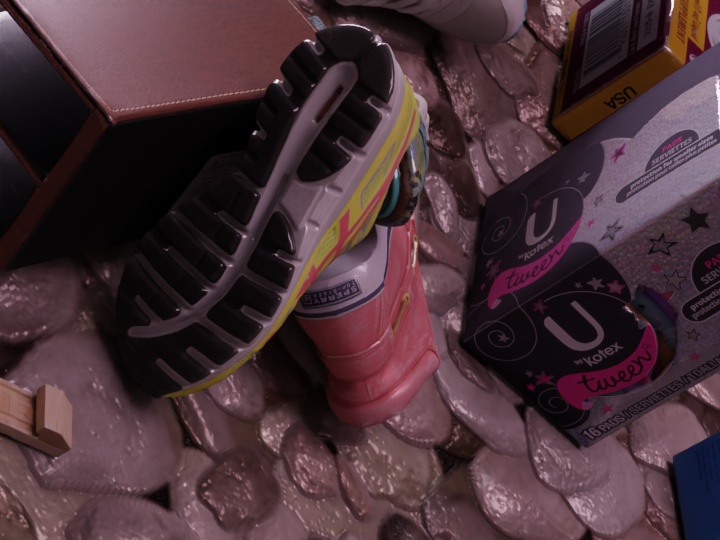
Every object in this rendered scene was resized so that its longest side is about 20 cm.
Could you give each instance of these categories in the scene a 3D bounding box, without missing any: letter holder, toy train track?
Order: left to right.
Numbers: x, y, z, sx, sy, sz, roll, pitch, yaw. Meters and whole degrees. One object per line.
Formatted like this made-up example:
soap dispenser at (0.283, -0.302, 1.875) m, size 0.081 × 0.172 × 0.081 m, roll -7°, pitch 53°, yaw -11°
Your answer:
toy train track at (-0.195, 0.029, 1.042) m, size 0.199 × 0.032 × 0.115 m, roll 30°, pitch 42°, yaw -37°
letter holder at (-0.123, -0.098, 1.179) m, size 0.142 × 0.101 × 0.199 m, roll 50°, pitch 31°, yaw 16°

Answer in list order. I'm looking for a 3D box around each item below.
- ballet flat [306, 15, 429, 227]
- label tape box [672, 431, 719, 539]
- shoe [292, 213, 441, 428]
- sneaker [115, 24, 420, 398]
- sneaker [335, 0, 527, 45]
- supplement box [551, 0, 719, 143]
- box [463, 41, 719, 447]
ballet flat at (-0.003, -0.085, 1.275) m, size 0.074 × 0.075 × 0.200 m, roll 23°, pitch 16°, yaw -41°
label tape box at (0.283, 0.195, 1.500) m, size 0.199 × 0.066 × 0.144 m, roll 27°, pitch 44°, yaw -36°
shoe at (0.000, 0.000, 1.297) m, size 0.200 × 0.071 × 0.092 m, roll -82°, pitch 156°, yaw -62°
sneaker at (-0.035, -0.018, 1.162) m, size 0.078 × 0.200 × 0.090 m, roll 42°, pitch 7°, yaw 22°
sneaker at (0.014, -0.186, 1.461) m, size 0.199 × 0.076 × 0.081 m, roll 32°, pitch 48°, yaw -23°
supplement box at (0.232, -0.095, 1.634) m, size 0.200 × 0.103 × 0.131 m, roll 42°, pitch 35°, yaw -23°
box at (0.169, -0.015, 1.398) m, size 0.115 × 0.200 × 0.133 m, roll 39°, pitch 37°, yaw -23°
